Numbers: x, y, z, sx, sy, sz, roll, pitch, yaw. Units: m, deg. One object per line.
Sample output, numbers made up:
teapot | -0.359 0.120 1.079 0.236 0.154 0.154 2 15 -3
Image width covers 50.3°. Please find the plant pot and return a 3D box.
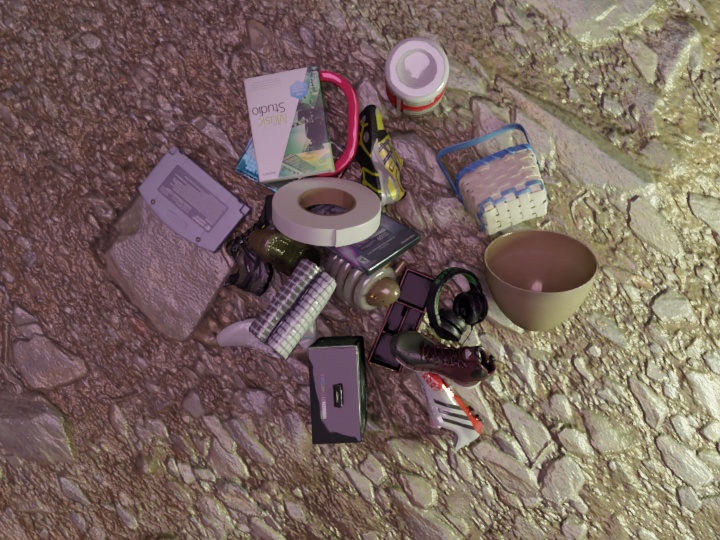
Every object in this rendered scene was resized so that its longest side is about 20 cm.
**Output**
plant pot | 0.327 0.033 1.418 0.200 0.200 0.135 -1 127 3

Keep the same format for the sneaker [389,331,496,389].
sneaker | 0.161 0.149 1.397 0.200 0.116 0.076 22 61 -19

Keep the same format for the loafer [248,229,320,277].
loafer | -0.140 -0.035 1.436 0.067 0.200 0.076 32 85 29

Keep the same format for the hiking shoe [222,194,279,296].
hiking shoe | -0.210 -0.055 1.487 0.101 0.076 0.200 13 92 0

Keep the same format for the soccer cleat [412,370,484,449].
soccer cleat | 0.150 0.255 1.474 0.085 0.069 0.200 -42 93 -1

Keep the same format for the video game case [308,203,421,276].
video game case | -0.009 -0.073 1.419 0.200 0.019 0.143 34 50 30

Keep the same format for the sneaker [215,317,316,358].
sneaker | -0.181 0.131 1.482 0.200 0.070 0.080 -9 76 4

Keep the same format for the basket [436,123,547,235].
basket | 0.251 -0.176 1.439 0.176 0.139 0.200 -20 61 5

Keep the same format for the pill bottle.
pill bottle | 0.101 -0.346 1.404 0.112 0.200 0.112 0 91 3

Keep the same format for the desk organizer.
desk organizer | 0.082 0.096 1.470 0.072 0.077 0.200 23 92 3

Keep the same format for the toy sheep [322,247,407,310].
toy sheep | 0.000 0.000 1.450 0.200 0.138 0.138 39 93 38

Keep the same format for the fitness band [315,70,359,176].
fitness band | -0.073 -0.281 1.473 0.143 0.037 0.200 1 91 6

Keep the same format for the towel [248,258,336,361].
towel | -0.121 0.069 1.366 0.086 0.200 0.166 35 81 1

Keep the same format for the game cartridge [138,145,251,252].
game cartridge | -0.332 -0.134 1.514 0.200 0.042 0.133 40 97 2

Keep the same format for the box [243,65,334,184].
box | -0.134 -0.273 1.442 0.144 0.036 0.200 -10 90 6

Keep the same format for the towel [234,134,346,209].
towel | -0.131 -0.216 1.508 0.200 0.022 0.147 28 92 3

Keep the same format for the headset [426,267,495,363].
headset | 0.197 0.091 1.444 0.123 0.094 0.200 -35 120 -26

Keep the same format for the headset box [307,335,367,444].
headset box | -0.040 0.216 1.417 0.093 0.200 0.174 -3 90 4

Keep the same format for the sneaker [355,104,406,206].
sneaker | 0.037 -0.221 1.484 0.076 0.075 0.200 -4 84 -30

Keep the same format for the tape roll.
tape roll | -0.062 -0.111 1.401 0.202 0.203 0.037 6 123 3
